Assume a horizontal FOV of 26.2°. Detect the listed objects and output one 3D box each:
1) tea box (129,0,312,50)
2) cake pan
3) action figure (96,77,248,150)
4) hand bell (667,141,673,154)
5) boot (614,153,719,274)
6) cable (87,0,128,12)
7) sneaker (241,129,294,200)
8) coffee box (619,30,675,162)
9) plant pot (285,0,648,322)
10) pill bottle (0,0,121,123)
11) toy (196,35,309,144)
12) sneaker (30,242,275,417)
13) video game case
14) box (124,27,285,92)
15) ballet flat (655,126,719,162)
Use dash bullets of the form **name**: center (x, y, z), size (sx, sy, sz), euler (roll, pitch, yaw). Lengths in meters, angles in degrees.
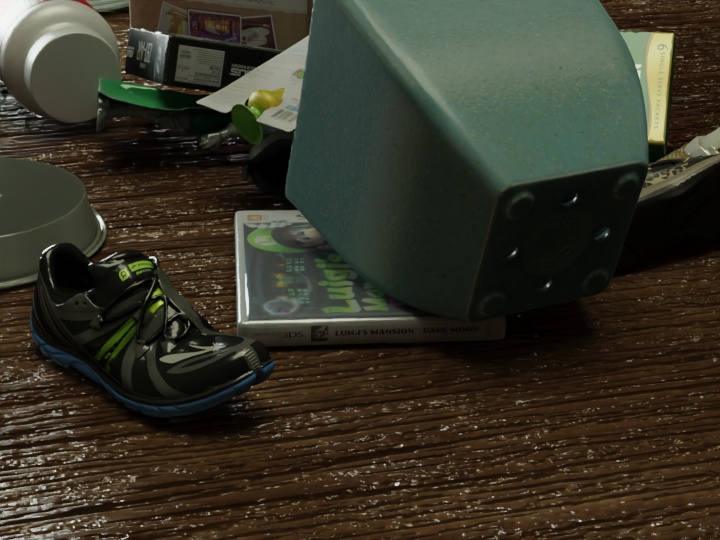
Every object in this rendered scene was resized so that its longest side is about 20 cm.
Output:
- **tea box**: center (-0.111, -0.287, 1.611), size (0.199, 0.134, 0.197), euler (9, 27, 17)
- **cake pan**: center (-0.295, -0.040, 1.183), size (0.199, 0.037, 0.201), euler (1, 24, 0)
- **action figure**: center (-0.131, -0.133, 1.356), size (0.199, 0.055, 0.118), euler (3, 6, -10)
- **hand bell**: center (0.210, -0.155, 1.420), size (0.104, 0.105, 0.200), euler (-16, 42, -32)
- **boot**: center (0.213, -0.068, 1.216), size (0.199, 0.074, 0.150), euler (-22, 32, -24)
- **cable**: center (-0.339, -0.359, 1.846), size (0.199, 0.070, 0.200), euler (-6, 26, -13)
- **sneaker**: center (0.000, -0.088, 1.261), size (0.199, 0.078, 0.140), euler (-5, 25, 10)
- **coffee box**: center (0.175, -0.157, 1.366), size (0.199, 0.044, 0.124), euler (6, 62, 12)
- **plant pot**: center (0.086, -0.079, 1.048), size (0.195, 0.197, 0.200), euler (-11, 44, -25)
- **pill bottle**: center (-0.293, -0.210, 1.466), size (0.112, 0.113, 0.200), euler (-10, 27, -21)
- **toy**: center (-0.022, -0.156, 1.268), size (0.200, 0.047, 0.115), euler (-33, 37, -33)
- **sneaker**: center (-0.139, 0.033, 0.969), size (0.199, 0.083, 0.071), euler (20, 31, 36)
- **video game case**: center (0.000, 0.000, 1.119), size (0.181, 0.023, 0.200), euler (-2, 25, -5)
- **box**: center (-0.099, -0.181, 1.397), size (0.199, 0.044, 0.160), euler (6, 8, -22)
- **ballet flat**: center (0.330, -0.095, 1.284), size (0.199, 0.066, 0.071), euler (-1, 25, -3)
